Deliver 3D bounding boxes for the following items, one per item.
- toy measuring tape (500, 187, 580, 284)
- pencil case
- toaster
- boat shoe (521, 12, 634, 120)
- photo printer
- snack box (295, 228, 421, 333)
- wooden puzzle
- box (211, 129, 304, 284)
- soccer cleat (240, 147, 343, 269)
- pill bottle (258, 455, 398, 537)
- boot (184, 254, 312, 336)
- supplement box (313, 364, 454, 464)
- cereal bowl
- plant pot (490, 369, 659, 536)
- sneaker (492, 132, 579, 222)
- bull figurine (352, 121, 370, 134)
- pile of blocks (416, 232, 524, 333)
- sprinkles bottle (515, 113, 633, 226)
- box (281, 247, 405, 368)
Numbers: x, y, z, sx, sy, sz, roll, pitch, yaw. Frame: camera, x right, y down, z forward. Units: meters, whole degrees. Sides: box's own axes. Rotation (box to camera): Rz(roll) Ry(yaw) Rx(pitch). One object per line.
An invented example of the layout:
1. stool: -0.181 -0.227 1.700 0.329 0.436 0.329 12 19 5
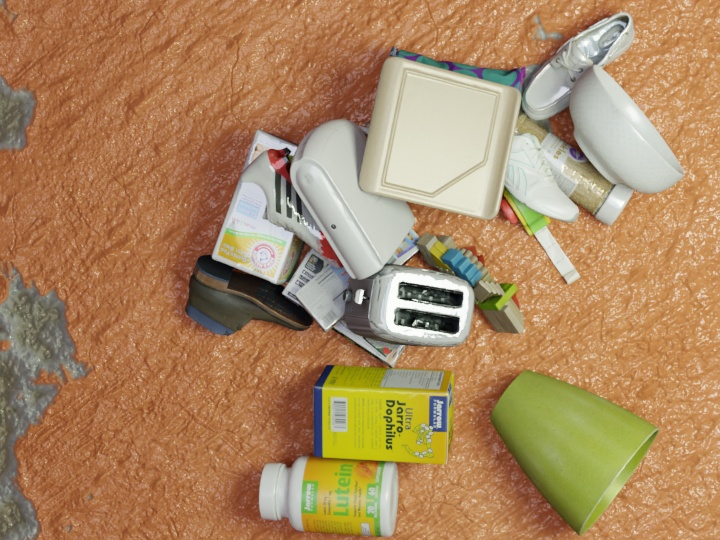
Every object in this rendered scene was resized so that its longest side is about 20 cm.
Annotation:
1. toy measuring tape: 0.257 -0.068 1.701 0.073 0.074 0.201 -33 87 9
2. pencil case: 0.137 -0.269 1.705 0.197 0.086 0.093 11 59 8
3. toaster: 0.078 0.052 1.659 0.197 0.129 0.116 11 88 -15
4. boat shoe: 0.308 -0.299 1.673 0.200 0.069 0.071 -43 77 1
5. photo printer: -0.014 -0.110 1.638 0.069 0.167 0.201 -25 104 31
6. snack box: 0.000 0.000 1.728 0.199 0.024 0.072 -40 79 -12
7. wooden puzzle: 0.108 -0.180 1.607 0.197 0.037 0.188 12 89 -8
8. box: -0.129 -0.092 1.746 0.111 0.101 0.203 22 95 8
9. soccer cleat: -0.092 -0.079 1.657 0.084 0.069 0.201 -29 109 15
10. pill bottle: -0.047 0.334 1.744 0.197 0.111 0.113 2 92 9
11. boot: -0.174 0.060 1.789 0.198 0.075 0.098 28 121 -2
12. supplement box: 0.036 0.210 1.721 0.197 0.109 0.111 2 102 9
13. cereal bowl: 0.355 -0.183 1.622 0.083 0.200 0.201 -39 86 21
14. plant pot: 0.289 0.239 1.669 0.199 0.187 0.188 37 97 21
15. sneaker: 0.230 -0.143 1.632 0.200 0.070 0.081 41 107 16
16. bull figurine: 0.061 -0.185 1.694 0.120 0.065 0.202 0 122 32
17. pile of blocks: 0.175 0.005 1.713 0.200 0.082 0.062 44 68 2
18. sprinkles bottle: 0.296 -0.145 1.693 0.199 0.068 0.069 34 97 6
19. box: -0.006 0.045 1.753 0.199 0.035 0.111 33 82 7
